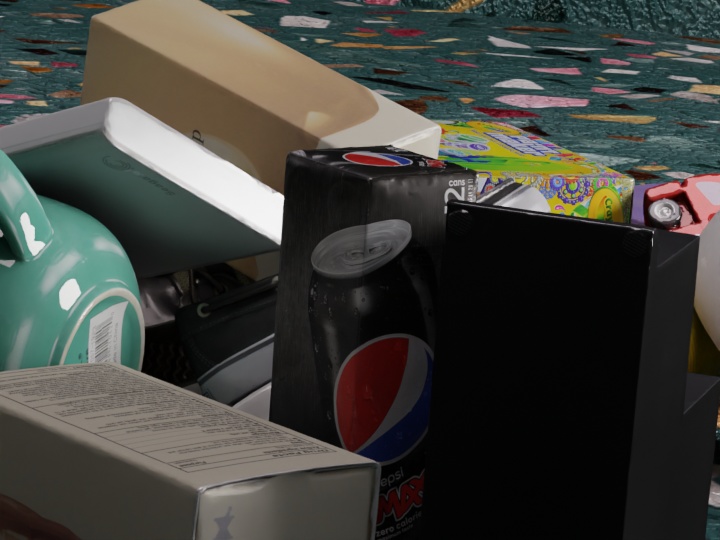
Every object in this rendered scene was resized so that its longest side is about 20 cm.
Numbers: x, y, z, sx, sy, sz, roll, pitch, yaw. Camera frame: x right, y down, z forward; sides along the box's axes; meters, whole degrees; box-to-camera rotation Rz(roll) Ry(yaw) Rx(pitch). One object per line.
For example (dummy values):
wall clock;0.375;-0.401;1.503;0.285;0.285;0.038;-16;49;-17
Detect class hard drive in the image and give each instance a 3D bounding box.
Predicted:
hard drive;-0.144;-0.034;1.529;0.132;0.026;0.200;31;-27;-36

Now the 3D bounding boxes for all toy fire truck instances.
toy fire truck;0.262;0.015;1.786;0.141;0.049;0.200;-16;52;-7

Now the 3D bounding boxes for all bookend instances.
bookend;0.102;0.057;1.350;0.092;0.201;0.199;8;13;18

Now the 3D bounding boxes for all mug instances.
mug;-0.179;0.031;1.448;0.114;0.152;0.185;15;-17;22

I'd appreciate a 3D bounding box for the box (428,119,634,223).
box;0.039;-0.020;1.888;0.192;0.122;0.200;1;12;-22

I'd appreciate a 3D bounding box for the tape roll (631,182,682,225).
tape roll;0.252;0.002;1.949;0.199;0.085;0.200;4;13;-1

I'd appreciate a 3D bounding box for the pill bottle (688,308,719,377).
pill bottle;0.132;0.046;1.631;0.109;0.110;0.200;8;13;20

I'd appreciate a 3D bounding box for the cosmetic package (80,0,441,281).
cosmetic package;-0.058;-0.064;1.611;0.200;0.105;0.071;28;33;34

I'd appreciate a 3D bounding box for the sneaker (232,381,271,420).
sneaker;0.008;0.092;1.470;0.200;0.112;0.073;-31;-10;-15

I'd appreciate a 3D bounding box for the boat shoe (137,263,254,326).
boat shoe;-0.080;0.009;1.645;0.200;0.066;0.072;-11;52;-29

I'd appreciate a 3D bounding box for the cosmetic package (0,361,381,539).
cosmetic package;-0.094;0.106;1.322;0.103;0.088;0.200;-4;13;-38

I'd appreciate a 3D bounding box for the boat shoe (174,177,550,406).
boat shoe;0.000;0.000;1.508;0.200;0.057;0.069;-29;-5;-7

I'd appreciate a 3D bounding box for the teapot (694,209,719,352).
teapot;0.285;0.010;1.618;0.200;0.146;0.197;41;23;-8

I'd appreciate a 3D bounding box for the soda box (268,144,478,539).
soda box;0.003;0.047;1.358;0.063;0.201;0.071;-5;15;-35

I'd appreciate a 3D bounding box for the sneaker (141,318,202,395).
sneaker;-0.120;0.073;1.576;0.199;0.085;0.073;-10;57;-4
